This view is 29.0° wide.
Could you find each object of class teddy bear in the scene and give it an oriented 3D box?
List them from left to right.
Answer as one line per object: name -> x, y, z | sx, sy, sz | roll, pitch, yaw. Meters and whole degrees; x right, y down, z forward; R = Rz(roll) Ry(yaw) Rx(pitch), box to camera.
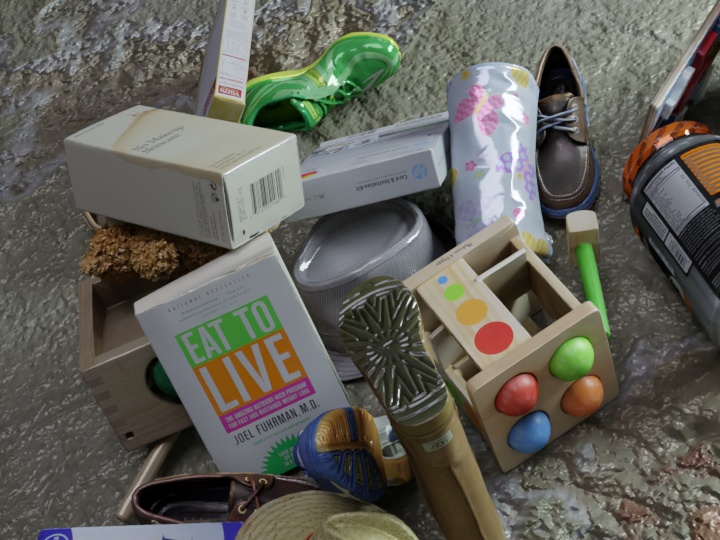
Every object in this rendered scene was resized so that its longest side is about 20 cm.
teddy bear -> -0.165, -0.035, 1.281 | 0.199, 0.067, 0.145 | 6, 40, 37

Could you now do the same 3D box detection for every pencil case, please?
pencil case -> 0.130, -0.095, 1.313 | 0.090, 0.083, 0.202 | -7, 71, 12

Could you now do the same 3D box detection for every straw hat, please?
straw hat -> 0.003, 0.228, 1.063 | 0.199, 0.085, 0.202 | 14, 45, -14

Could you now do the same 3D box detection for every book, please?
book -> -0.096, 0.086, 1.214 | 0.133, 0.201, 0.048 | -25, 26, 0

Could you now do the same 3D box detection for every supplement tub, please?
supplement tub -> 0.312, -0.033, 1.202 | 0.122, 0.123, 0.201 | -25, 46, 0

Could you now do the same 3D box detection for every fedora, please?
fedora -> 0.000, 0.000, 1.320 | 0.199, 0.091, 0.177 | -31, 46, -5

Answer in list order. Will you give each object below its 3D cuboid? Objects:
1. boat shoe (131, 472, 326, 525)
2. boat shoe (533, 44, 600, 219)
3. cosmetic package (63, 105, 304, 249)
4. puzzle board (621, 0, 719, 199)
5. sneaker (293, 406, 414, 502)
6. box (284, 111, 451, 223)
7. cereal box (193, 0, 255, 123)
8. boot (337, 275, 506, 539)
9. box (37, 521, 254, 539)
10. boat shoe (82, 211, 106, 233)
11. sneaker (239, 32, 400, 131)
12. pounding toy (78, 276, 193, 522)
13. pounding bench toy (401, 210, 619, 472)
boat shoe -> -0.102, 0.209, 1.200 | 0.198, 0.071, 0.071 | -7, 48, 15
boat shoe -> 0.192, -0.141, 1.376 | 0.072, 0.073, 0.201 | -10, 49, 12
cosmetic package -> -0.159, -0.087, 1.246 | 0.199, 0.074, 0.103 | 14, 33, 34
puzzle board -> 0.310, -0.177, 1.313 | 0.017, 0.151, 0.201 | 29, 64, 15
sneaker -> -0.021, 0.156, 1.142 | 0.087, 0.200, 0.076 | -9, 78, 18
box -> 0.016, -0.105, 1.367 | 0.154, 0.042, 0.200 | -13, 13, 14
cereal box -> -0.153, -0.206, 1.530 | 0.039, 0.144, 0.201 | 13, 49, -14
boot -> 0.051, 0.127, 1.118 | 0.066, 0.201, 0.176 | -22, 44, 3
box -> -0.174, 0.307, 1.120 | 0.198, 0.105, 0.185 | -6, 50, 17
boat shoe -> -0.281, -0.093, 1.531 | 0.071, 0.065, 0.201 | -28, 47, -3
sneaker -> -0.043, -0.192, 1.519 | 0.199, 0.074, 0.084 | -23, 43, 15
pounding toy -> -0.175, 0.092, 1.300 | 0.183, 0.143, 0.201 | -22, 32, 2
pounding bench toy -> 0.160, 0.047, 1.193 | 0.199, 0.125, 0.156 | -33, 47, -7
